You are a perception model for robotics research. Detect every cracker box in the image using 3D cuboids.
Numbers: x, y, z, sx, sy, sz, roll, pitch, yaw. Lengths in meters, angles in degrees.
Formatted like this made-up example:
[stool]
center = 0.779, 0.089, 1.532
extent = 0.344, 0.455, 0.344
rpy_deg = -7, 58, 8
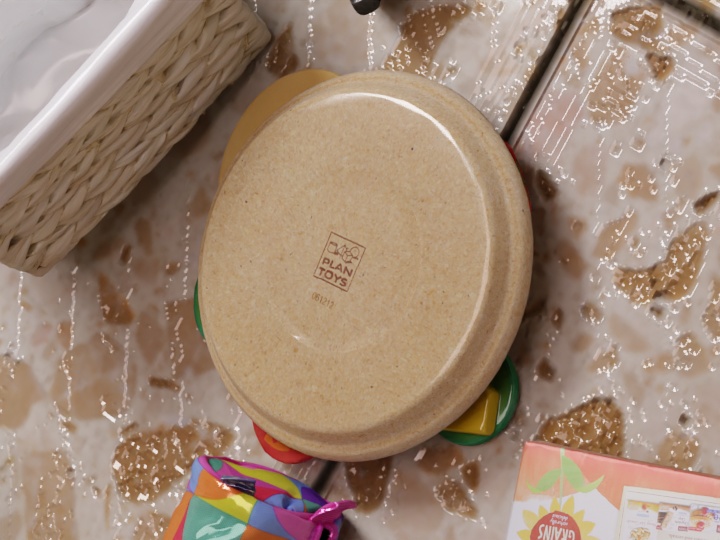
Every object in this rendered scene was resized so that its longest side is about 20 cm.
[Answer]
[cracker box]
center = 0.123, 0.188, 1.361
extent = 0.133, 0.058, 0.201
rpy_deg = 10, 85, 34

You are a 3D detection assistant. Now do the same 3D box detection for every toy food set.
[toy food set]
center = 0.000, 0.000, 1.479
extent = 0.199, 0.049, 0.199
rpy_deg = 7, 85, 33

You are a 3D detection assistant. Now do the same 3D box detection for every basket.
[basket]
center = -0.159, -0.110, 1.534
extent = 0.200, 0.123, 0.136
rpy_deg = -46, 63, 4

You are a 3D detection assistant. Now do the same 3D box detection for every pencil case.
[pencil case]
center = -0.077, 0.187, 1.474
extent = 0.088, 0.088, 0.201
rpy_deg = 27, 98, 33

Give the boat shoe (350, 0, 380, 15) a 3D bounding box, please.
[boat shoe]
center = -0.046, -0.204, 1.531
extent = 0.200, 0.072, 0.068
rpy_deg = 40, 98, 29
